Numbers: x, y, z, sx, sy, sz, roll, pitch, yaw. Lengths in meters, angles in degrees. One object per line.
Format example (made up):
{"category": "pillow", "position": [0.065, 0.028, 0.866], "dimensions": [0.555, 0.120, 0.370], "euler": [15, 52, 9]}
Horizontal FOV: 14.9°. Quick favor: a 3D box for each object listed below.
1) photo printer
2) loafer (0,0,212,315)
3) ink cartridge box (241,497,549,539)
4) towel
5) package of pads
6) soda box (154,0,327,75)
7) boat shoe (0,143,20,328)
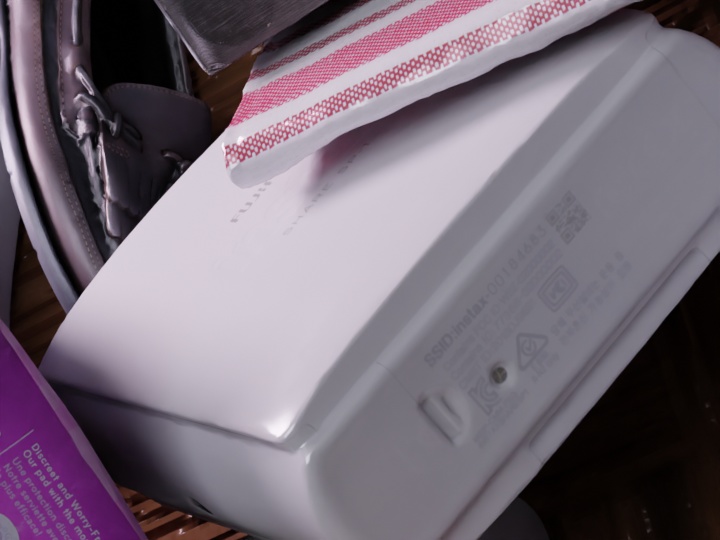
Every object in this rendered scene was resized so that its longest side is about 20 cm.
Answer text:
{"category": "photo printer", "position": [0.000, 0.000, 0.766], "dimensions": [0.166, 0.069, 0.200], "euler": [-48, 23, -16]}
{"category": "loafer", "position": [-0.079, -0.058, 0.896], "dimensions": [0.063, 0.072, 0.200], "euler": [-29, 62, 21]}
{"category": "ink cartridge box", "position": [-0.026, 0.163, 0.797], "dimensions": [0.200, 0.083, 0.145], "euler": [-33, 63, 24]}
{"category": "towel", "position": [0.045, -0.100, 0.774], "dimensions": [0.146, 0.030, 0.200], "euler": [-25, 25, 27]}
{"category": "package of pads", "position": [-0.116, 0.062, 0.770], "dimensions": [0.076, 0.200, 0.121], "euler": [-35, 100, -10]}
{"category": "soda box", "position": [0.022, -0.139, 0.750], "dimensions": [0.200, 0.071, 0.063], "euler": [-33, 18, 6]}
{"category": "boat shoe", "position": [-0.154, 0.028, 0.923], "dimensions": [0.074, 0.068, 0.200], "euler": [-2, 78, 34]}
